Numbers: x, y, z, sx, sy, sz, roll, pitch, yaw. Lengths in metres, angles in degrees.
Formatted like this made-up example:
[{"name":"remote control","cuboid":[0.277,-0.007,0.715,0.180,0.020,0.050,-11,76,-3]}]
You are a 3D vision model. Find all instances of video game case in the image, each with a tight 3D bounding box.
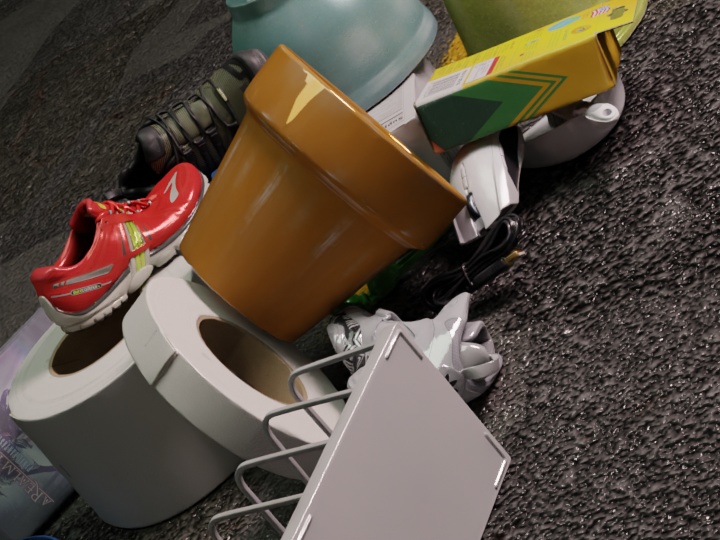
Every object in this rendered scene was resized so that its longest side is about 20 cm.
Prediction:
[{"name":"video game case","cuboid":[-0.308,0.146,1.539,0.200,0.143,0.019,-48,-2,-21]}]

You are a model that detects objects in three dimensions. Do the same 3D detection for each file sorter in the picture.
[{"name":"file sorter","cuboid":[-0.011,0.165,1.112,0.124,0.139,0.201,-19,30,40]}]

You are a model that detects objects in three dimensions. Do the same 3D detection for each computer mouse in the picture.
[{"name":"computer mouse","cuboid":[0.098,-0.059,1.402,0.110,0.044,0.201,-42,26,35]}]

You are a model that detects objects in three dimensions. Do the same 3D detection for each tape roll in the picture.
[{"name":"tape roll","cuboid":[-0.094,0.082,1.283,0.037,0.202,0.203,-52,22,15]},{"name":"tape roll","cuboid":[-0.188,0.103,1.445,0.201,0.140,0.203,-29,26,16]}]

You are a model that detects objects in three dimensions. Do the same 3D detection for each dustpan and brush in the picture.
[{"name":"dustpan and brush","cuboid":[0.189,-0.136,1.441,0.139,0.057,0.200,-39,25,-3]}]

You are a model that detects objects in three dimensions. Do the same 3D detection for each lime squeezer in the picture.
[{"name":"lime squeezer","cuboid":[0.000,0.000,1.461,0.198,0.071,0.038,-15,7,-4]}]

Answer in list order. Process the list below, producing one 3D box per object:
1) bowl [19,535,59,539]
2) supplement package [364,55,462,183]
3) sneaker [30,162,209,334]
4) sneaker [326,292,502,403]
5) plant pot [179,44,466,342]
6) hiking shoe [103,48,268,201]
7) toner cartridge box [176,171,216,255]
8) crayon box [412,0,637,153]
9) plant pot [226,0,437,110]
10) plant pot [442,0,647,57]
[{"name":"bowl","cuboid":[-0.309,0.305,1.381,0.199,0.039,0.201,-30,26,17]},{"name":"supplement package","cuboid":[0.031,-0.118,1.561,0.113,0.110,0.201,-29,26,16]},{"name":"sneaker","cuboid":[-0.207,-0.035,1.440,0.077,0.085,0.200,-4,38,49]},{"name":"sneaker","cuboid":[0.044,0.064,1.289,0.114,0.076,0.200,-28,21,2]},{"name":"plant pot","cuboid":[-0.045,-0.050,1.356,0.184,0.200,0.200,-50,24,5]},{"name":"hiking shoe","cuboid":[-0.153,-0.122,1.522,0.200,0.076,0.100,-48,-16,30]},{"name":"toner cartridge box","cuboid":[-0.115,-0.077,1.600,0.094,0.043,0.201,-28,26,21]},{"name":"crayon box","cuboid":[0.153,-0.172,1.434,0.198,0.051,0.127,-20,15,19]},{"name":"plant pot","cuboid":[-0.044,-0.236,1.571,0.199,0.135,0.201,-28,26,15]},{"name":"plant pot","cuboid":[0.149,-0.291,1.610,0.199,0.185,0.201,-30,26,17]}]
